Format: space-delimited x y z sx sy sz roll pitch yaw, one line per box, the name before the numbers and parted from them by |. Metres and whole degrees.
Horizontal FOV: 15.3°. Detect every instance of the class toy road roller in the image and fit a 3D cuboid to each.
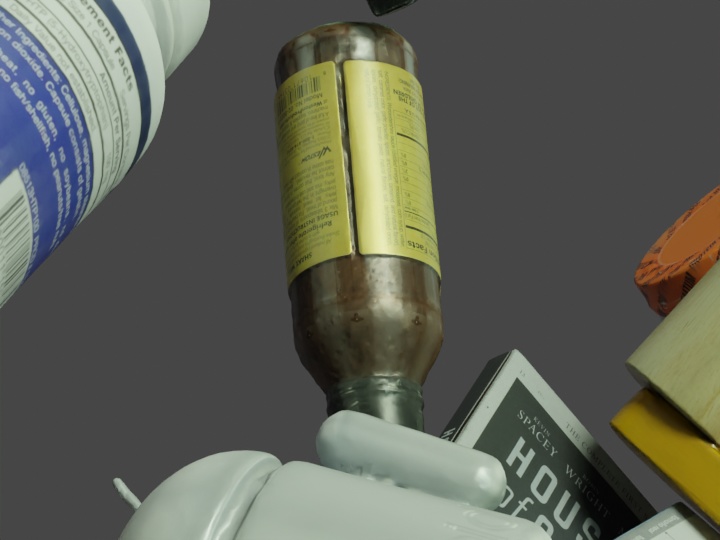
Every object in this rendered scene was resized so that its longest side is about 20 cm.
toy road roller | 0.213 0.086 1.102 0.200 0.123 0.146 43 -2 28

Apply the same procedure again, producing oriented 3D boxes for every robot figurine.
robot figurine | -0.006 0.128 0.924 0.199 0.113 0.170 12 57 15

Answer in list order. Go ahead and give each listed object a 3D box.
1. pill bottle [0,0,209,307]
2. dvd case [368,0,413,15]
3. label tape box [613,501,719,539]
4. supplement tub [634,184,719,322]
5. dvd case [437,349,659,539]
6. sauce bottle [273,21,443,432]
pill bottle | -0.138 -0.060 0.936 0.120 0.120 0.200 49 43 -10
dvd case | 0.020 -0.206 1.147 0.151 0.025 0.200 65 28 -9
label tape box | 0.144 0.191 1.003 0.200 0.063 0.144 41 37 23
supplement tub | 0.220 0.051 1.206 0.200 0.122 0.123 50 43 -9
dvd case | 0.066 0.146 1.080 0.150 0.025 0.200 49 44 -12
sauce bottle | 0.000 0.000 1.073 0.065 0.065 0.201 17 58 -36
